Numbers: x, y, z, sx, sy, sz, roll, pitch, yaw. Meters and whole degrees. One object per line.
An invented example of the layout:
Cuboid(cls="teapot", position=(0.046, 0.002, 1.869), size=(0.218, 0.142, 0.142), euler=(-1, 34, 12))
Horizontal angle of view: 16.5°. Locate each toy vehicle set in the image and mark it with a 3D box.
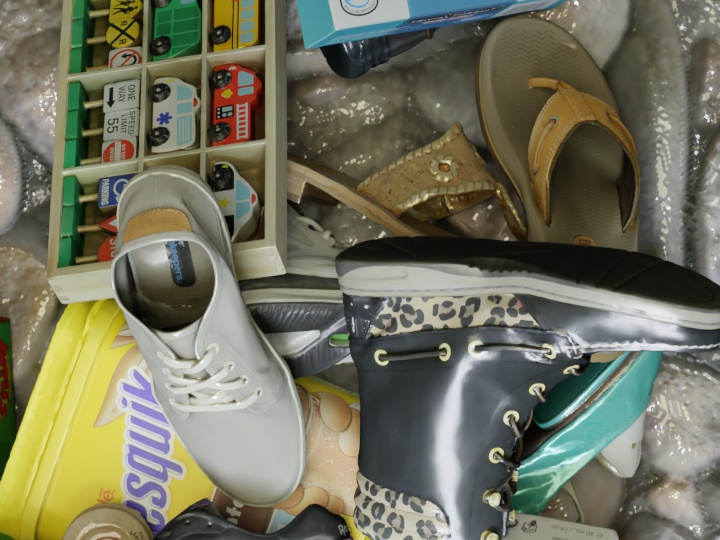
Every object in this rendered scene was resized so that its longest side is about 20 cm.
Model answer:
Cuboid(cls="toy vehicle set", position=(-0.102, -0.079, 1.333), size=(0.123, 0.027, 0.201), euler=(-9, 55, 10))

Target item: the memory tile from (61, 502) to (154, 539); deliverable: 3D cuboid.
Cuboid(cls="memory tile", position=(-0.144, 0.239, 1.313), size=(0.153, 0.017, 0.201), euler=(-28, 96, -2))

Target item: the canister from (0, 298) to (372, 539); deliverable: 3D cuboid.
Cuboid(cls="canister", position=(-0.082, 0.110, 1.354), size=(0.199, 0.087, 0.150), euler=(21, 95, 8))

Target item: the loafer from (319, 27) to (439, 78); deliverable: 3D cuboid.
Cuboid(cls="loafer", position=(-0.016, -0.208, 1.357), size=(0.072, 0.073, 0.201), euler=(-22, 91, -13))

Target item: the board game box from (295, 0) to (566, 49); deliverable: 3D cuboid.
Cuboid(cls="board game box", position=(0.024, -0.230, 1.313), size=(0.150, 0.047, 0.202), euler=(-12, 87, -24))

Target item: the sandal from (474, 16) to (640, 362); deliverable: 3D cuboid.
Cuboid(cls="sandal", position=(0.114, -0.051, 1.303), size=(0.080, 0.054, 0.201), euler=(1, 62, -19))

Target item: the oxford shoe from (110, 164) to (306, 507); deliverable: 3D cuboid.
Cuboid(cls="oxford shoe", position=(-0.079, 0.044, 1.246), size=(0.075, 0.058, 0.201), euler=(-10, 121, 11))

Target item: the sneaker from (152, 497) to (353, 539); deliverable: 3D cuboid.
Cuboid(cls="sneaker", position=(-0.099, 0.164, 1.275), size=(0.198, 0.076, 0.088), euler=(-5, 84, -12))

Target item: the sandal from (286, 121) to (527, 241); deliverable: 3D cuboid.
Cuboid(cls="sandal", position=(0.031, -0.051, 1.338), size=(0.210, 0.078, 0.070), euler=(21, 96, 15))

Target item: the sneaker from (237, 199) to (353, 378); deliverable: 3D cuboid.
Cuboid(cls="sneaker", position=(0.000, 0.000, 1.343), size=(0.199, 0.116, 0.076), euler=(1, 132, -19))

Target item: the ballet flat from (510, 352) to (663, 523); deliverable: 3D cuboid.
Cuboid(cls="ballet flat", position=(0.108, 0.100, 1.337), size=(0.200, 0.067, 0.070), euler=(-44, 107, 7))

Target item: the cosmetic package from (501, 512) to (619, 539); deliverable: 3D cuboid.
Cuboid(cls="cosmetic package", position=(0.073, 0.231, 1.248), size=(0.071, 0.200, 0.106), euler=(7, 134, 26))

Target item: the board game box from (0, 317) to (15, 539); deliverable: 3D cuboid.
Cuboid(cls="board game box", position=(-0.226, 0.128, 1.370), size=(0.047, 0.102, 0.202), euler=(-3, 89, 9))

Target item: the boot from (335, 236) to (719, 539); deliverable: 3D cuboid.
Cuboid(cls="boot", position=(0.084, 0.067, 1.241), size=(0.202, 0.073, 0.155), euler=(6, 105, 20))
